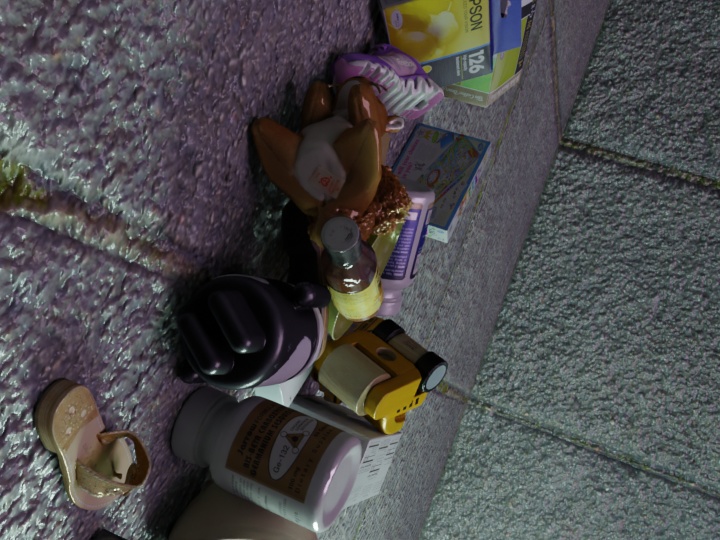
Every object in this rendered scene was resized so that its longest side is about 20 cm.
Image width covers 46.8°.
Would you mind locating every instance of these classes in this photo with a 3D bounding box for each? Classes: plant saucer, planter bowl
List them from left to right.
[{"bbox_3d":[-0.144,0.335,1.041,0.135,0.200,0.201,-92,-176,-51],"label":"planter bowl"},{"bbox_3d":[0.000,0.000,1.134,0.200,0.031,0.200,-59,169,-18],"label":"plant saucer"}]

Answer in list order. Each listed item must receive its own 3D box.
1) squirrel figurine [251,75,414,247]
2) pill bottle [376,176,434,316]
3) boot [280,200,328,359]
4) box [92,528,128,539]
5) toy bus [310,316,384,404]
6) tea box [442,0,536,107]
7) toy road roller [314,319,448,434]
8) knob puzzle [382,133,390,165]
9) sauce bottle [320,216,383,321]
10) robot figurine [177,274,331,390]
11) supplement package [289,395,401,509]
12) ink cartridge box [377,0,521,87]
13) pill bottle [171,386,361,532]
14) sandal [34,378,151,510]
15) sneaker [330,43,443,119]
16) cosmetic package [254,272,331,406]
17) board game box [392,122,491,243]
[{"bbox_3d":[-0.014,-0.131,0.984,0.187,0.141,0.200,-66,147,-55],"label":"squirrel figurine"},{"bbox_3d":[0.037,-0.039,1.278,0.116,0.116,0.200,-26,132,-65],"label":"pill bottle"},{"bbox_3d":[-0.051,0.013,1.034,0.075,0.074,0.200,-2,93,-49],"label":"boot"},{"bbox_3d":[-0.211,0.378,0.890,0.049,0.161,0.200,-51,154,-46],"label":"box"},{"bbox_3d":[-0.018,0.138,1.347,0.200,0.078,0.065,-40,143,-58],"label":"toy bus"},{"bbox_3d":[0.193,-0.393,1.354,0.200,0.133,0.197,-43,146,-55],"label":"tea box"},{"bbox_3d":[0.022,0.174,1.218,0.200,0.123,0.146,-13,131,-49],"label":"toy road roller"},{"bbox_3d":[-0.026,-0.142,1.121,0.220,0.030,0.220,-25,118,-61],"label":"knob puzzle"},{"bbox_3d":[-0.010,0.000,0.932,0.200,0.066,0.066,78,34,-70],"label":"sauce bottle"},{"bbox_3d":[-0.117,0.069,0.917,0.200,0.150,0.125,13,83,-72],"label":"robot figurine"},{"bbox_3d":[-0.047,0.271,1.268,0.111,0.156,0.200,-68,162,-2],"label":"supplement package"},{"bbox_3d":[0.134,-0.337,1.166,0.198,0.200,0.047,68,9,-62],"label":"ink cartridge box"},{"bbox_3d":[-0.109,0.209,0.956,0.114,0.200,0.114,-55,156,-40],"label":"pill bottle"},{"bbox_3d":[-0.233,0.180,0.778,0.078,0.070,0.212,-59,158,-33],"label":"sandal"},{"bbox_3d":[0.025,-0.261,1.104,0.080,0.089,0.200,-33,161,34],"label":"sneaker"},{"bbox_3d":[-0.083,0.072,1.141,0.200,0.052,0.151,-57,156,-36],"label":"cosmetic package"},{"bbox_3d":[0.119,-0.149,1.378,0.200,0.134,0.034,-61,159,-28],"label":"board game box"}]
